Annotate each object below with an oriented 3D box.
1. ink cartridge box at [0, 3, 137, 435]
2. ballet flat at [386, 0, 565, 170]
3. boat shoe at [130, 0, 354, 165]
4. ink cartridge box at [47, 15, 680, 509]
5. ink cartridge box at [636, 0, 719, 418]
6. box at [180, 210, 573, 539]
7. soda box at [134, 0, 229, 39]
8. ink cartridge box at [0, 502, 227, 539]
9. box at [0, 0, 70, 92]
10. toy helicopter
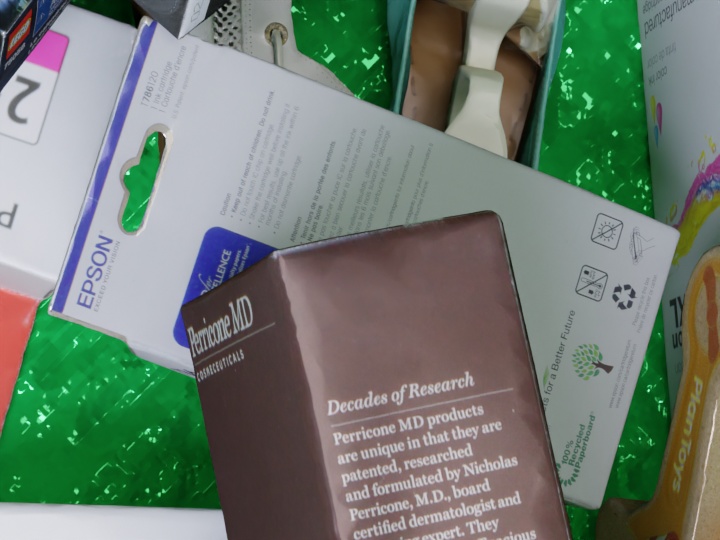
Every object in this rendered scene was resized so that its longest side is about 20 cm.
[{"bbox_3d":[-0.190,-0.027,0.852,0.199,0.044,0.174,19,75,-13],"label":"ink cartridge box"},{"bbox_3d":[0.042,-0.070,0.914,0.067,0.070,0.201,11,78,-14],"label":"ballet flat"},{"bbox_3d":[-0.032,-0.050,0.888,0.069,0.071,0.201,-6,82,-16],"label":"boat shoe"},{"bbox_3d":[0.000,0.000,0.838,0.199,0.039,0.100,22,81,-22],"label":"ink cartridge box"},{"bbox_3d":[0.162,-0.034,0.905,0.082,0.146,0.201,-1,81,-16],"label":"ink cartridge box"},{"bbox_3d":[0.013,0.093,0.735,0.075,0.100,0.201,-8,83,-20],"label":"box"},{"bbox_3d":[-0.099,-0.167,0.797,0.200,0.071,0.063,42,59,11],"label":"soda box"},{"bbox_3d":[-0.049,0.150,0.842,0.199,0.085,0.145,3,81,-15],"label":"ink cartridge box"},{"bbox_3d":[-0.163,-0.158,0.842,0.200,0.040,0.137,30,57,4],"label":"box"},{"bbox_3d":[0.108,0.092,0.849,0.079,0.132,0.201,5,105,-16],"label":"toy helicopter"}]
